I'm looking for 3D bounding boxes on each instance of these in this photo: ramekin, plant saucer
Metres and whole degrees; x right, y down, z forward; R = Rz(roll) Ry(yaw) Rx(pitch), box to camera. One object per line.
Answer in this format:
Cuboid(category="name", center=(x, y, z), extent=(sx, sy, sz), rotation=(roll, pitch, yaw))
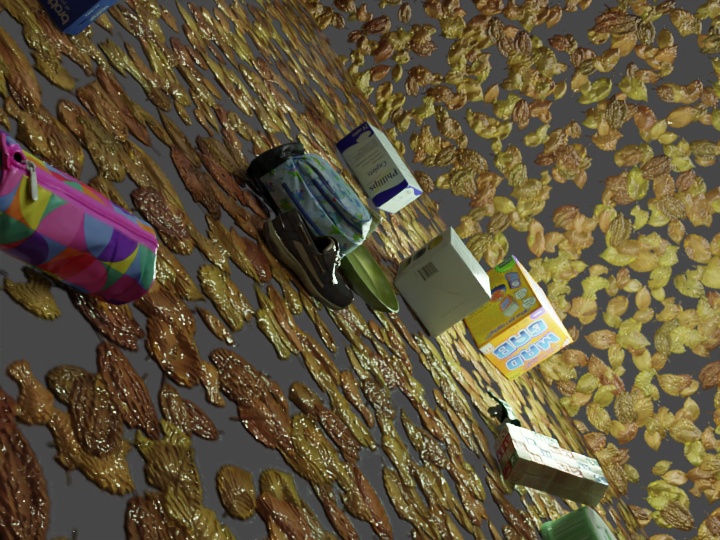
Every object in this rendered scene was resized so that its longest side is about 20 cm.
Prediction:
Cuboid(category="ramekin", center=(0.437, 0.546, 1.861), extent=(0.200, 0.098, 0.200), rotation=(51, 12, -16))
Cuboid(category="plant saucer", center=(0.000, 0.000, 1.791), extent=(0.200, 0.031, 0.200), rotation=(51, 13, -17))

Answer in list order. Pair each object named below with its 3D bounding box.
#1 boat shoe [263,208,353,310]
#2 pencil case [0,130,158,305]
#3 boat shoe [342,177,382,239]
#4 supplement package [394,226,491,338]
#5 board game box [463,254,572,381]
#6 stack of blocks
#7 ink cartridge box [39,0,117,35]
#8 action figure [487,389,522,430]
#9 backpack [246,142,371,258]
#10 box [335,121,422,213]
Cuboid(category="boat shoe", center=(-0.063, -0.015, 1.478), extent=(0.200, 0.073, 0.075), rotation=(46, 15, -37))
Cuboid(category="pencil case", center=(-0.248, -0.039, 0.802), extent=(0.200, 0.088, 0.089), rotation=(38, 20, -56))
Cuboid(category="boat shoe", center=(-0.030, -0.139, 1.927), extent=(0.200, 0.063, 0.073), rotation=(49, 7, 30))
Cuboid(category="supplement package", center=(0.179, 0.022, 2.138), extent=(0.151, 0.152, 0.200), rotation=(53, 12, -7))
Cuboid(category="board game box", center=(0.400, 0.127, 2.598), extent=(0.200, 0.200, 0.200), rotation=(44, 17, -43))
Cuboid(category="stack of blocks", center=(0.370, 0.380, 1.917), extent=(0.199, 0.059, 0.115), rotation=(20, 21, -13))
Cuboid(category="ink cartridge box", center=(-0.385, -0.402, 1.218), extent=(0.200, 0.094, 0.044), rotation=(55, 12, -1))
Cuboid(category="action figure", center=(0.313, 0.322, 2.089), extent=(0.118, 0.055, 0.200), rotation=(59, 5, 23))
Cuboid(category="backpack", center=(-0.075, -0.108, 1.577), extent=(0.163, 0.153, 0.201), rotation=(-43, 111, -85))
Cuboid(category="box", center=(0.050, -0.258, 2.501), extent=(0.200, 0.105, 0.184), rotation=(57, 12, 9))
